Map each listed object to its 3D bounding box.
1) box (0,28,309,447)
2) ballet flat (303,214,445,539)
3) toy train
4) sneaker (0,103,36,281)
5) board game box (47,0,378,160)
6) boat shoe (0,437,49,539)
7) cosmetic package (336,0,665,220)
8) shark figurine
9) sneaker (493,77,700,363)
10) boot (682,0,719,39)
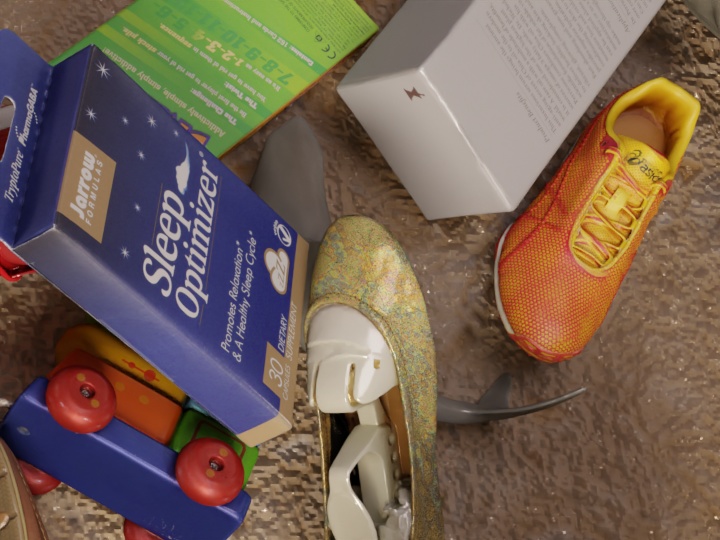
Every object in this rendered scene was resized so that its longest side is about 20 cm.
[{"bbox_3d":[-0.098,-0.020,1.020,0.200,0.032,0.121,42,36,-34],"label":"box"},{"bbox_3d":[0.003,0.075,1.079,0.071,0.071,0.200,-16,107,-29],"label":"ballet flat"},{"bbox_3d":[-0.136,0.046,1.070,0.200,0.085,0.116,31,49,-10],"label":"toy train"},{"bbox_3d":[-0.193,-0.017,1.035,0.200,0.116,0.078,-37,124,-29],"label":"sneaker"},{"bbox_3d":[-0.088,-0.111,1.188,0.096,0.030,0.200,48,56,2],"label":"board game box"},{"bbox_3d":[-0.165,0.170,1.010,0.072,0.068,0.200,-18,76,17],"label":"boat shoe"},{"bbox_3d":[0.085,-0.132,1.232,0.101,0.071,0.200,55,54,-24],"label":"cosmetic package"},{"bbox_3d":[0.004,0.021,1.139,0.214,0.090,0.128,47,59,3],"label":"shark figurine"},{"bbox_3d":[0.130,-0.035,1.218,0.073,0.077,0.200,31,55,-8],"label":"sneaker"},{"bbox_3d":[0.222,-0.158,1.268,0.068,0.200,0.131,-27,73,12],"label":"boot"}]
